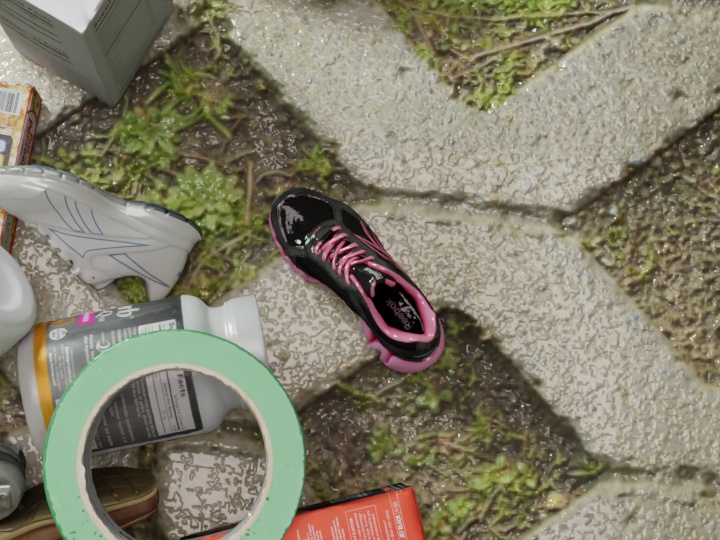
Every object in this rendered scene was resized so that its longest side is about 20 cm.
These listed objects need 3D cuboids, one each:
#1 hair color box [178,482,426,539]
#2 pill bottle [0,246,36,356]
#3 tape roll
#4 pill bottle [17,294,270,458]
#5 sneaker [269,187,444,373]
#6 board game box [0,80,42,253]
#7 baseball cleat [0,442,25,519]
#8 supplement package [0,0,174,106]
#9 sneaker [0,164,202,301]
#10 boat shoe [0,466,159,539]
[{"bbox_3d":[-0.049,0.228,1.090,0.197,0.102,0.062,-13,83,-6],"label":"hair color box"},{"bbox_3d":[-0.362,0.063,1.068,0.199,0.104,0.105,-39,84,19],"label":"pill bottle"},{"bbox_3d":[-0.141,0.147,1.014,0.198,0.048,0.203,0,86,-5],"label":"tape roll"},{"bbox_3d":[-0.175,0.085,1.097,0.197,0.116,0.118,-11,82,-6],"label":"pill bottle"},{"bbox_3d":[0.000,0.000,1.132,0.200,0.095,0.079,44,83,5],"label":"sneaker"},{"bbox_3d":[-0.371,-0.072,1.143,0.149,0.046,0.203,10,81,-2],"label":"board game box"},{"bbox_3d":[-0.374,0.173,1.077,0.197,0.107,0.071,3,111,-13],"label":"baseball cleat"},{"bbox_3d":[-0.234,-0.235,1.099,0.109,0.200,0.115,30,80,1],"label":"supplement package"},{"bbox_3d":[-0.235,-0.033,1.117,0.198,0.074,0.088,20,89,-17],"label":"sneaker"},{"bbox_3d":[-0.260,0.219,1.100,0.198,0.072,0.068,-17,111,-4],"label":"boat shoe"}]
